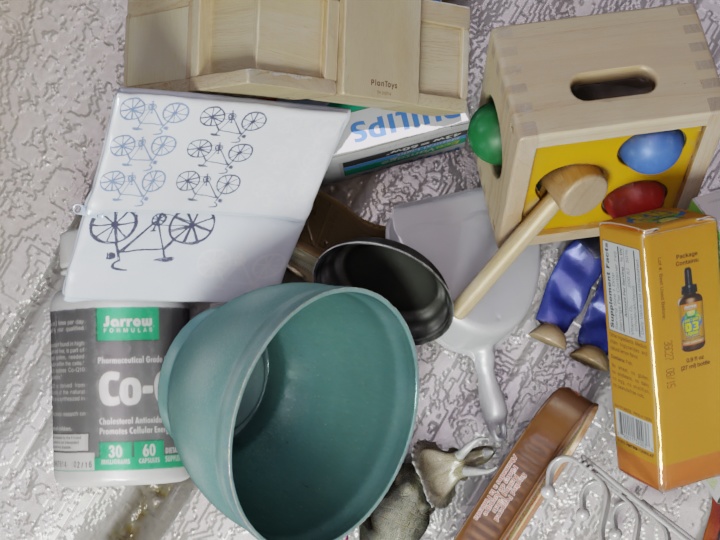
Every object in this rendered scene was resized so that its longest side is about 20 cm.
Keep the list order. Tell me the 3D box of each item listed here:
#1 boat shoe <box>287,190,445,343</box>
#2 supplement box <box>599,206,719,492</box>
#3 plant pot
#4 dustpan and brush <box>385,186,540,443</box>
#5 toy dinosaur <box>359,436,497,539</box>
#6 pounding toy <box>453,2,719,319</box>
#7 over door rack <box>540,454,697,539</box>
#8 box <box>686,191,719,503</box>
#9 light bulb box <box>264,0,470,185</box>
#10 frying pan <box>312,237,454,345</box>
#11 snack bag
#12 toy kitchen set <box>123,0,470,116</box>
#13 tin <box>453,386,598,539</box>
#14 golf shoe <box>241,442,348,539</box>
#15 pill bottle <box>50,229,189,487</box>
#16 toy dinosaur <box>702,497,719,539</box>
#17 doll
[{"bbox_3d":[0.000,0.000,1.303,0.199,0.065,0.072,30,62,-15],"label":"boat shoe"},{"bbox_3d":[0.227,0.057,1.185,0.066,0.069,0.201,-11,106,-22],"label":"supplement box"},{"bbox_3d":[-0.070,0.098,1.211,0.134,0.200,0.202,15,85,41],"label":"plant pot"},{"bbox_3d":[0.097,0.039,1.288,0.139,0.057,0.201,-12,82,-26],"label":"dustpan and brush"},{"bbox_3d":[0.027,0.206,1.268,0.077,0.102,0.201,33,86,3],"label":"toy dinosaur"},{"bbox_3d":[0.158,-0.079,1.205,0.198,0.184,0.143,-8,61,-6],"label":"pounding toy"},{"bbox_3d":[0.242,0.215,1.192,0.199,0.148,0.067,23,82,37],"label":"over door rack"},{"bbox_3d":[0.274,0.060,1.208,0.036,0.201,0.145,-15,51,-24],"label":"box"},{"bbox_3d":[-0.028,-0.179,1.285,0.197,0.125,0.201,-15,85,0],"label":"light bulb box"},{"bbox_3d":[0.017,0.039,1.254,0.114,0.191,0.031,17,51,9],"label":"frying pan"},{"bbox_3d":[-0.119,-0.045,1.178,0.187,0.021,0.201,2,129,-30],"label":"snack bag"},{"bbox_3d":[-0.045,-0.204,1.190,0.199,0.180,0.164,3,89,-38],"label":"toy kitchen set"},{"bbox_3d":[0.122,0.182,1.265,0.042,0.112,0.201,32,86,18],"label":"tin"},{"bbox_3d":[-0.045,0.235,1.283,0.091,0.075,0.202,-9,87,-3],"label":"golf shoe"},{"bbox_3d":[-0.192,0.069,1.276,0.112,0.113,0.202,-3,86,1],"label":"pill bottle"},{"bbox_3d":[0.286,0.289,1.291,0.181,0.105,0.200,-43,53,7],"label":"toy dinosaur"},{"bbox_3d":[0.216,-0.020,1.308,0.136,0.048,0.201,26,85,-7],"label":"doll"}]
